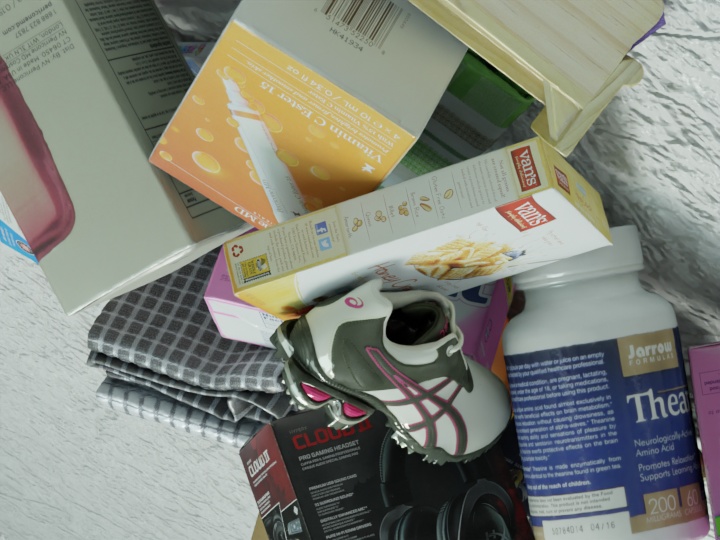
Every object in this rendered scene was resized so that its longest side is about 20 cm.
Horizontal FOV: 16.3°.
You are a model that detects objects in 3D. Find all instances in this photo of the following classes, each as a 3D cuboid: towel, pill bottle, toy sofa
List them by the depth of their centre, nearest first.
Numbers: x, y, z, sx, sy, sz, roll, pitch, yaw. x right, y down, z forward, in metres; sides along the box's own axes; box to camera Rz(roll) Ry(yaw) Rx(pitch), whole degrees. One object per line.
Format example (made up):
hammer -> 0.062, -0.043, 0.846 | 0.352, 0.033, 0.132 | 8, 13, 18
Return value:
toy sofa -> 0.060, -0.159, 1.335 | 0.200, 0.098, 0.083 | 36, -175, -12
towel -> 0.013, -0.115, 1.554 | 0.149, 0.031, 0.200 | 34, 153, -8
pill bottle -> 0.149, 0.076, 1.566 | 0.111, 0.200, 0.111 | -10, 179, 0
towel -> -0.084, 0.026, 1.779 | 0.165, 0.200, 0.086 | 17, 139, 16

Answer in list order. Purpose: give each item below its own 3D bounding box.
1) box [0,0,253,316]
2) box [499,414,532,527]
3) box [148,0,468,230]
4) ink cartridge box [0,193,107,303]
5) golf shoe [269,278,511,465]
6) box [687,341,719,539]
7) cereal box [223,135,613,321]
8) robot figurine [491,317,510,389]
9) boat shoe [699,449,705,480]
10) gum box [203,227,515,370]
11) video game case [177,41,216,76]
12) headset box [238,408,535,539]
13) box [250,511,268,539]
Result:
box -> -0.168, -0.089, 1.610 | 0.200, 0.109, 0.128 | 62, -158, 1
box -> 0.139, 0.134, 1.786 | 0.051, 0.158, 0.200 | 26, 161, 16
box -> -0.029, -0.106, 1.470 | 0.124, 0.098, 0.200 | 32, 153, -5
ink cartridge box -> -0.192, -0.031, 2.011 | 0.200, 0.084, 0.146 | 29, 161, 7
golf shoe -> 0.039, 0.061, 1.514 | 0.200, 0.088, 0.077 | 18, -139, -48
box -> 0.270, 0.166, 1.571 | 0.097, 0.200, 0.176 | -9, 151, 7
cereal box -> 0.037, -0.016, 1.480 | 0.200, 0.040, 0.144 | -18, 163, 16
robot figurine -> 0.058, 0.070, 1.787 | 0.116, 0.144, 0.200 | 18, 175, 3
boat shoe -> 0.194, 0.133, 1.737 | 0.075, 0.075, 0.202 | 57, -175, 24
gum box -> 0.000, 0.000, 1.674 | 0.200, 0.114, 0.066 | 12, 156, 14
video game case -> -0.078, -0.108, 1.745 | 0.143, 0.018, 0.200 | 44, 158, -31
headset box -> 0.022, 0.160, 1.596 | 0.077, 0.149, 0.200 | -44, 62, 63
box -> -0.015, 0.162, 2.038 | 0.021, 0.200, 0.163 | 18, 176, -39
